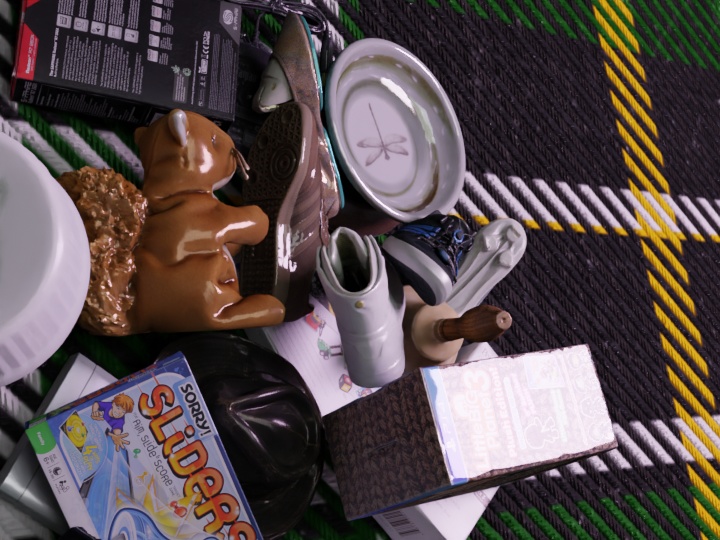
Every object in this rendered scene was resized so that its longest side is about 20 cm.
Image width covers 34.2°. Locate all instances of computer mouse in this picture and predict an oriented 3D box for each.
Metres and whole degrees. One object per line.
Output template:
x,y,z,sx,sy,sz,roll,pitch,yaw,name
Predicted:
-0.094,-0.187,1.174,0.139,0.046,0.202,11,71,-32,computer mouse

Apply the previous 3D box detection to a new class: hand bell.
0.085,0.053,1.076,0.103,0.200,0.105,3,81,-20,hand bell

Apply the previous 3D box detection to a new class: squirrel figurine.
-0.175,-0.042,0.991,0.198,0.141,0.189,-3,91,-27,squirrel figurine

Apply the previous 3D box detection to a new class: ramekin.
-0.304,-0.014,0.864,0.198,0.098,0.202,2,76,-8,ramekin

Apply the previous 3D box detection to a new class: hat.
-0.093,0.140,1.005,0.199,0.081,0.203,11,71,-35,hat

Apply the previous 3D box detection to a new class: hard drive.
-0.192,0.180,0.985,0.200,0.027,0.133,40,54,-22,hard drive

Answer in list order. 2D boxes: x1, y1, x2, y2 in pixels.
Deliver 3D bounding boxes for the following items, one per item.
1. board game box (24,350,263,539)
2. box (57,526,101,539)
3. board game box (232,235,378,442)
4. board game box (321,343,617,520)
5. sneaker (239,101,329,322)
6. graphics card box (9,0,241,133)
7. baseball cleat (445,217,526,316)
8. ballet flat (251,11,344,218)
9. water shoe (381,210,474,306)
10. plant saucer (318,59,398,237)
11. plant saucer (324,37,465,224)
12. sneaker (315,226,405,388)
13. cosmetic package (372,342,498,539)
-0.164,0.184,0.932,0.135,0.034,0.201,-25,100,-13,board game box
-0.202,0.328,0.830,0.200,0.123,0.199,-44,104,-21,box
-0.049,0.051,1.140,0.126,0.035,0.201,-30,94,-40,board game box
0.096,0.143,1.039,0.199,0.159,0.098,-5,73,-35,board game box
-0.065,-0.052,1.086,0.075,0.070,0.202,11,89,-51,sneaker
-0.210,-0.200,1.061,0.198,0.051,0.127,8,68,-19,graphics card box
0.096,0.025,1.245,0.200,0.106,0.070,-38,90,-10,baseball cleat
-0.065,-0.142,1.115,0.067,0.068,0.202,-15,99,-18,ballet flat
0.065,-0.024,1.088,0.079,0.200,0.072,-40,100,1,water shoe
-0.007,-0.135,1.243,0.199,0.032,0.202,15,65,-36,plant saucer
0.026,-0.138,1.211,0.199,0.050,0.202,19,62,-40,plant saucer
0.000,0.000,1.050,0.201,0.073,0.116,-104,-179,-58,sneaker
0.088,0.178,1.174,0.113,0.081,0.200,49,52,-11,cosmetic package
